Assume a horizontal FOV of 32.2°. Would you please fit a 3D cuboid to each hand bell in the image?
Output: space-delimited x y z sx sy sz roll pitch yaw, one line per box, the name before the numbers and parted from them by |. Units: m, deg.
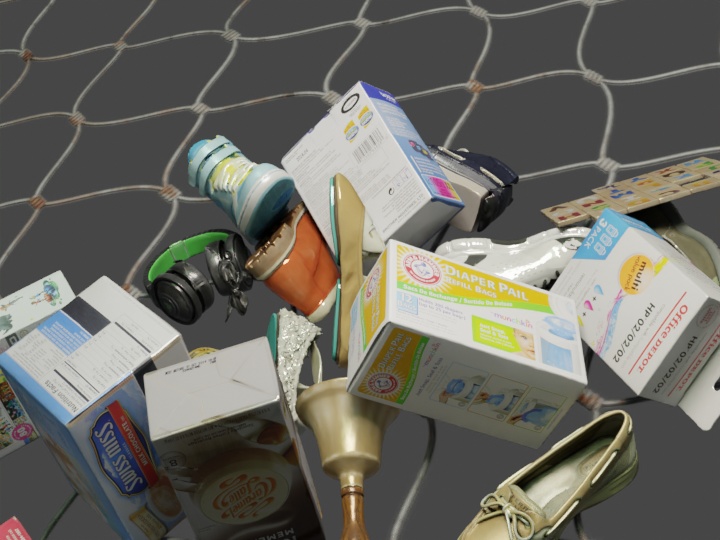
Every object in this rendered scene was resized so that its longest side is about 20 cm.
hand bell | -0.006 0.210 1.133 0.103 0.105 0.202 -9 55 7

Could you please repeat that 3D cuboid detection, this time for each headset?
headset | -0.173 -0.002 1.383 0.123 0.095 0.200 -31 33 -17

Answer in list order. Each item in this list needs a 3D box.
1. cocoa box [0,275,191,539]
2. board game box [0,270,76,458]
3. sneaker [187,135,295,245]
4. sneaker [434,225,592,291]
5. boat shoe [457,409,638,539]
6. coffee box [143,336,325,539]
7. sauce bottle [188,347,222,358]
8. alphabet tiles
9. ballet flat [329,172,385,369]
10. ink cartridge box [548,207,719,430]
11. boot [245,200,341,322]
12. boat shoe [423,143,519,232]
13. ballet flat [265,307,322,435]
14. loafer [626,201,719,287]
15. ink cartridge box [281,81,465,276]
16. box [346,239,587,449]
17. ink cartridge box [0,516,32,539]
cocoa box | -0.223 0.137 1.166 0.131 0.201 0.133 -39 47 -23
board game box | -0.365 0.110 1.277 0.199 0.149 0.064 -29 44 -16
sneaker | -0.142 -0.102 1.386 0.080 0.200 0.131 -44 87 -14
sneaker | 0.176 0.007 1.303 0.198 0.074 0.081 -8 56 14
boat shoe | 0.162 0.195 1.096 0.199 0.064 0.073 -30 44 -16
coffee box | -0.107 0.167 1.101 0.113 0.201 0.080 -17 43 -2
sauce bottle | -0.146 0.110 1.232 0.065 0.065 0.199 -39 21 -25
alphabet tiles | 0.293 -0.083 1.318 0.198 0.008 0.167 -16 10 1
ballet flat | 0.000 0.000 1.290 0.062 0.203 0.069 -1 2 1
ink cartridge box | 0.278 0.044 1.181 0.116 0.067 0.200 -59 42 17
boot | -0.061 -0.009 1.382 0.075 0.107 0.200 -43 11 19
boat shoe | 0.087 -0.113 1.434 0.199 0.075 0.092 33 38 24
ballet flat | -0.070 0.120 1.249 0.071 0.072 0.201 -4 45 12
loafer | 0.315 -0.008 1.273 0.069 0.076 0.200 -22 32 -3
ink cartridge box | 0.004 -0.108 1.369 0.136 0.076 0.201 -42 64 23
box | 0.095 0.069 1.155 0.198 0.102 0.113 17 41 -15
ink cartridge box | -0.342 0.334 1.077 0.199 0.084 0.145 -33 45 -20
